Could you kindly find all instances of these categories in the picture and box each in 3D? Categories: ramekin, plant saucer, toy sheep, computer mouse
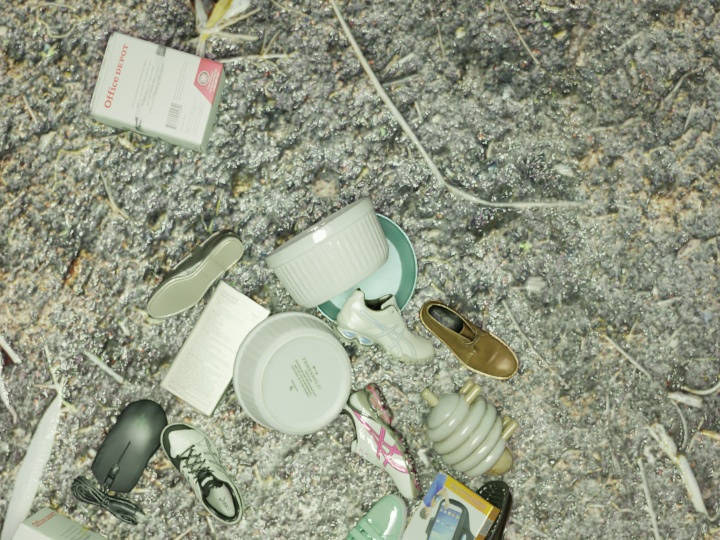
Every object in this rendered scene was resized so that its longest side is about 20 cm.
[{"bbox_3d":[-0.045,-0.025,1.504,0.198,0.200,0.106,-32,97,-4],"label":"ramekin"},{"bbox_3d":[0.000,0.000,1.614,0.195,0.036,0.205,0,85,-2],"label":"plant saucer"},{"bbox_3d":[0.177,0.264,1.556,0.200,0.138,0.138,43,85,-2],"label":"toy sheep"},{"bbox_3d":[-0.390,0.314,1.564,0.136,0.053,0.203,26,85,1],"label":"computer mouse"},{"bbox_3d":[-0.104,0.174,1.532,0.198,0.094,0.207,-3,99,-21],"label":"ramekin"}]

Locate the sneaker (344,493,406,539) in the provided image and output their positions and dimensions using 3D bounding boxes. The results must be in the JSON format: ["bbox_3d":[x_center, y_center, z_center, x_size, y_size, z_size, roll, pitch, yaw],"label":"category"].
[{"bbox_3d":[-0.001,0.452,1.531,0.073,0.118,0.202,33,84,29],"label":"sneaker"}]

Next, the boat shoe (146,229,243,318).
[{"bbox_3d":[-0.283,0.005,1.599,0.199,0.057,0.067,-39,124,-1],"label":"boat shoe"}]

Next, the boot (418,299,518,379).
[{"bbox_3d":[0.187,0.121,1.594,0.198,0.075,0.074,34,83,-1],"label":"boot"}]

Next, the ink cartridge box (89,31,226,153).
[{"bbox_3d":[-0.344,-0.302,1.599,0.196,0.085,0.149,16,85,-3],"label":"ink cartridge box"}]

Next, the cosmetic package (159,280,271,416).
[{"bbox_3d":[-0.241,0.131,1.575,0.102,0.073,0.202,31,85,0],"label":"cosmetic package"}]

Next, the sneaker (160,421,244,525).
[{"bbox_3d":[-0.255,0.333,1.545,0.075,0.088,0.201,-40,92,-12],"label":"sneaker"}]

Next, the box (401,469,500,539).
[{"bbox_3d":[0.132,0.451,1.554,0.118,0.041,0.202,27,82,36],"label":"box"}]

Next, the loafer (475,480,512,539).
[{"bbox_3d":[0.211,0.456,1.579,0.071,0.072,0.204,33,74,-43],"label":"loafer"}]

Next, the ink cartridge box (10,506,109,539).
[{"bbox_3d":[-0.473,0.500,1.499,0.197,0.147,0.147,28,85,0],"label":"ink cartridge box"}]

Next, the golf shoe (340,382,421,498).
[{"bbox_3d":[0.034,0.298,1.578,0.091,0.073,0.203,-28,77,2],"label":"golf shoe"}]

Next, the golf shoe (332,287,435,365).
[{"bbox_3d":[0.053,0.093,1.556,0.197,0.078,0.099,19,100,-30],"label":"golf shoe"}]
